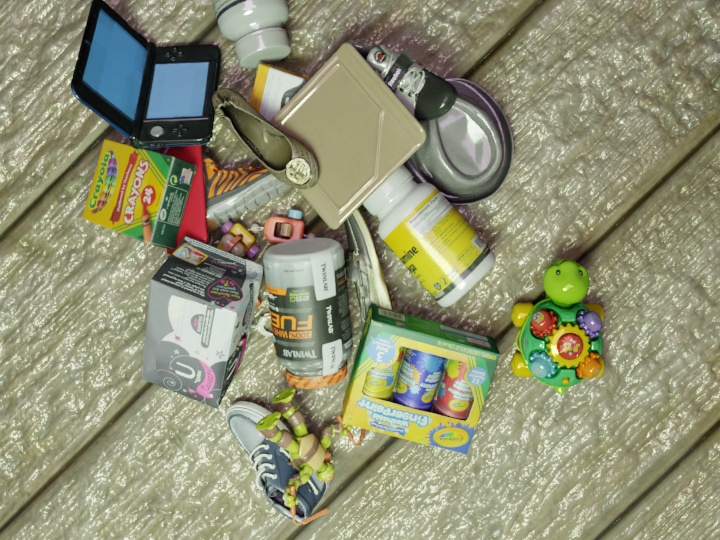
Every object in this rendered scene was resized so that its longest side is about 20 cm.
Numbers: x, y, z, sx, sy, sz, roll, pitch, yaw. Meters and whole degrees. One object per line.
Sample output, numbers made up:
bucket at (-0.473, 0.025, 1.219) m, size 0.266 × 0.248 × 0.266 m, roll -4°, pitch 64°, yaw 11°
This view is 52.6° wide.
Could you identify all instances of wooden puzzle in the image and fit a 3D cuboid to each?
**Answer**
wooden puzzle at (-0.028, -0.192, 1.056) m, size 0.200 × 0.037 × 0.186 m, roll -43°, pitch 82°, yaw 16°

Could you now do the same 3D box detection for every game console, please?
game console at (-0.301, -0.290, 1.053) m, size 0.167 × 0.119 × 0.203 m, roll -3°, pitch 58°, yaw 1°

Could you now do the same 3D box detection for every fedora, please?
fedora at (0.145, -0.198, 1.095) m, size 0.174 × 0.090 × 0.203 m, roll -27°, pitch 90°, yaw 2°

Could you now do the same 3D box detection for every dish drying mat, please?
dish drying mat at (-0.265, -0.131, 1.082) m, size 0.075 × 0.018 × 0.204 m, roll -13°, pitch 75°, yaw 23°

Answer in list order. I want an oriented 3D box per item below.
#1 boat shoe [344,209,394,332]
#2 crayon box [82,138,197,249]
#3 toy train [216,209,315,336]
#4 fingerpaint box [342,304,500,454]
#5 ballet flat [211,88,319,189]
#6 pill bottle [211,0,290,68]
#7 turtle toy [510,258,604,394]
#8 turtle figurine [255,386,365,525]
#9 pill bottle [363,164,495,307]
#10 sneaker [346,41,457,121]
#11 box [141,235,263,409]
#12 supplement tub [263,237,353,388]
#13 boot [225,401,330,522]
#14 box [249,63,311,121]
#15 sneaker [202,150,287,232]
boat shoe at (0.000, 0.000, 1.112) m, size 0.064 × 0.073 × 0.204 m, roll -18°, pitch 90°, yaw -3°
crayon box at (-0.341, -0.119, 1.086) m, size 0.197 × 0.050 × 0.130 m, roll 17°, pitch 91°, yaw 34°
toy train at (-0.158, -0.004, 1.126) m, size 0.147 × 0.056 × 0.204 m, roll 15°, pitch 91°, yaw 2°
fingerpaint box at (0.086, 0.163, 1.084) m, size 0.196 × 0.074 × 0.170 m, roll 15°, pitch 106°, yaw -4°
ballet flat at (-0.140, -0.190, 1.047) m, size 0.200 × 0.046 × 0.068 m, roll 44°, pitch 109°, yaw 6°
pill bottle at (-0.170, -0.416, 1.091) m, size 0.109 × 0.111 × 0.204 m, roll -17°, pitch 91°, yaw 2°
turtle toy at (0.302, 0.085, 1.089) m, size 0.142 × 0.101 × 0.205 m, roll 0°, pitch 91°, yaw 2°
turtle figurine at (-0.078, 0.254, 1.081) m, size 0.200 × 0.064 × 0.163 m, roll -49°, pitch 114°, yaw -34°
pill bottle at (0.099, -0.054, 1.088) m, size 0.112 × 0.112 × 0.200 m, roll -42°, pitch 89°, yaw 2°
sneaker at (0.046, -0.278, 1.054) m, size 0.198 × 0.088 × 0.075 m, roll 27°, pitch 85°, yaw 32°
box at (-0.230, 0.079, 1.054) m, size 0.130 × 0.116 × 0.202 m, roll 20°, pitch 129°, yaw 2°
supplement tub at (-0.075, 0.062, 1.080) m, size 0.120 × 0.123 × 0.204 m, roll -6°, pitch 104°, yaw 2°
boot at (-0.136, 0.287, 1.103) m, size 0.199 × 0.090 × 0.073 m, roll 39°, pitch 119°, yaw 1°
box at (-0.073, -0.227, 1.113) m, size 0.196 × 0.042 × 0.121 m, roll 18°, pitch 108°, yaw 0°
sneaker at (-0.200, -0.146, 1.115) m, size 0.197 × 0.078 × 0.113 m, roll -28°, pitch 76°, yaw -11°
